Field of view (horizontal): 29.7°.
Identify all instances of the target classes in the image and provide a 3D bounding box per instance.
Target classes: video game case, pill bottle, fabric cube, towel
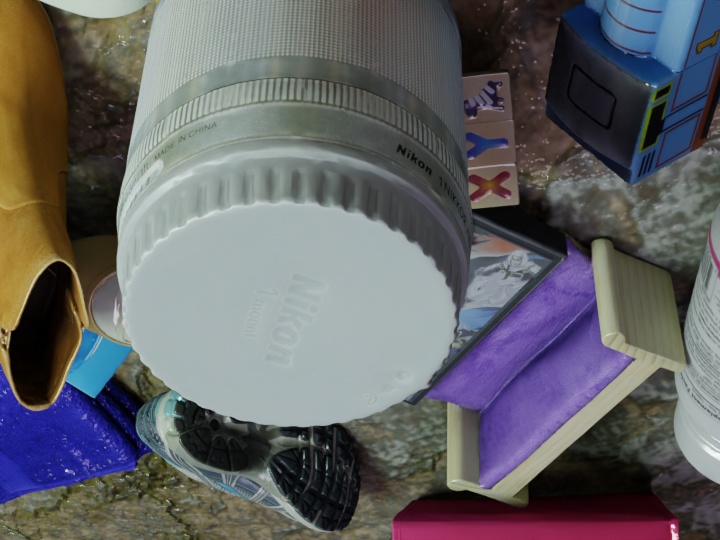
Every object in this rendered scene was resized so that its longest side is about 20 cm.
[{"bbox_3d":[0.000,0.000,0.866,0.198,0.026,0.181,23,133,-21],"label":"video game case"},{"bbox_3d":[0.261,0.044,0.858,0.111,0.114,0.202,2,138,2],"label":"pill bottle"},{"bbox_3d":[0.131,0.270,1.002,0.196,0.200,0.200,-4,175,7],"label":"fabric cube"},{"bbox_3d":[-0.270,0.124,1.026,0.198,0.050,0.148,-20,133,24],"label":"towel"}]

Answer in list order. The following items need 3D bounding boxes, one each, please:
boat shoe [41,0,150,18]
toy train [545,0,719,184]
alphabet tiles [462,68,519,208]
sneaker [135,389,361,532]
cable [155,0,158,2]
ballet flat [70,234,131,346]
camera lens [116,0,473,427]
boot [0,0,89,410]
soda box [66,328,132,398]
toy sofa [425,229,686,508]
[{"bbox_3d":[-0.189,-0.182,0.655,0.198,0.072,0.061,16,145,10],"label":"boat shoe"},{"bbox_3d":[0.158,-0.142,0.655,0.114,0.087,0.202,-30,147,-28],"label":"toy train"},{"bbox_3d":[-0.010,-0.064,0.773,0.197,0.006,0.168,-5,137,6],"label":"alphabet tiles"},{"bbox_3d":[-0.082,0.137,1.027,0.199,0.079,0.086,35,152,-33],"label":"sneaker"},{"bbox_3d":[-0.107,-0.187,0.674,0.096,0.051,0.200,-17,136,38],"label":"cable"},{"bbox_3d":[-0.100,0.024,0.825,0.197,0.063,0.070,9,112,-11],"label":"ballet flat"},{"bbox_3d":[-0.029,-0.052,0.634,0.157,0.202,0.161,1,137,1],"label":"camera lens"},{"bbox_3d":[-0.178,-0.040,0.735,0.070,0.144,0.204,-5,115,-25],"label":"boot"},{"bbox_3d":[-0.232,-0.004,0.856,0.199,0.068,0.064,38,93,-32],"label":"soda box"},{"bbox_3d":[0.120,0.070,0.919,0.096,0.084,0.200,21,135,-20],"label":"toy sofa"}]
